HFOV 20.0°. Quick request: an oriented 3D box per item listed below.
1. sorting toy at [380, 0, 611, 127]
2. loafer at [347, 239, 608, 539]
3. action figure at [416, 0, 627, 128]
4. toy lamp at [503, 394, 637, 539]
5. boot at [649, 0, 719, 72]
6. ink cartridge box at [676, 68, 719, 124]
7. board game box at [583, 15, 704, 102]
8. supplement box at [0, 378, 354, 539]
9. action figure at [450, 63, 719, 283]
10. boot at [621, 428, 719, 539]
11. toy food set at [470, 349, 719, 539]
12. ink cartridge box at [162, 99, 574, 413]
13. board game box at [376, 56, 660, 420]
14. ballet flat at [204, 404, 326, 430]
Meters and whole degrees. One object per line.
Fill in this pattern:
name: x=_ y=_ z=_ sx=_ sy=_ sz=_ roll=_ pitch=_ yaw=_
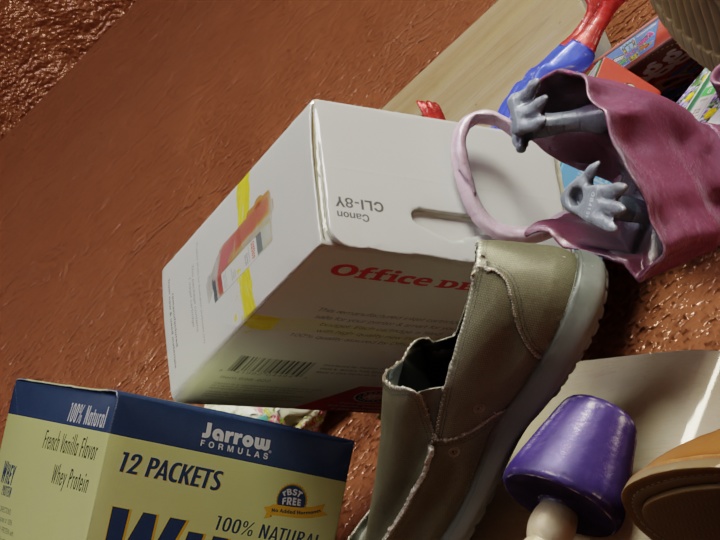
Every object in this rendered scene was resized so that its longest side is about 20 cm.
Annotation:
sorting toy: x=0.095 y=-0.103 z=1.393 sx=0.200 sy=0.070 sz=0.199 roll=-42 pitch=19 yaw=16
loafer: x=0.038 y=0.064 z=0.935 sx=0.200 sy=0.070 sz=0.075 roll=-60 pitch=8 yaw=21
action figure: x=0.064 y=-0.094 z=1.170 sx=0.200 sy=0.099 sz=0.065 roll=-62 pitch=5 yaw=-3
toy lamp: x=0.064 y=0.144 z=0.862 sx=0.058 sy=0.058 sz=0.200 roll=-16 pitch=41 yaw=56
boot: x=0.262 y=-0.155 z=1.049 sx=0.166 sy=0.072 sz=0.200 roll=-30 pitch=33 yaw=-21
ink cartridge box: x=0.236 y=-0.106 z=1.120 sx=0.200 sy=0.050 sz=0.109 roll=-50 pitch=18 yaw=-5
board game box: x=0.223 y=-0.152 z=1.195 sx=0.200 sy=0.019 sz=0.103 roll=-35 pitch=-22 yaw=33
supplement box: x=-0.119 y=0.170 z=1.094 sx=0.200 sy=0.134 sz=0.200 roll=-3 pitch=75 yaw=65
action figure: x=0.167 y=-0.035 z=0.978 sx=0.149 sy=0.200 sz=0.134 roll=-24 pitch=70 yaw=51
boot: x=0.211 y=0.044 z=0.854 sx=0.200 sy=0.074 sz=0.155 roll=-16 pitch=35 yaw=36
toy food set: x=0.101 y=0.117 z=0.967 sx=0.200 sy=0.060 sz=0.144 roll=-10 pitch=46 yaw=49
ink cartridge box: x=0.000 y=0.000 z=1.065 sx=0.200 sy=0.145 sz=0.084 roll=-43 pitch=47 yaw=53
board game box: x=0.089 y=-0.008 z=1.173 sx=0.200 sy=0.040 sz=0.153 roll=-52 pitch=10 yaw=48
ballet flat: x=-0.042 y=0.076 z=1.305 sx=0.064 sy=0.076 sz=0.200 roll=-25 pitch=10 yaw=23
